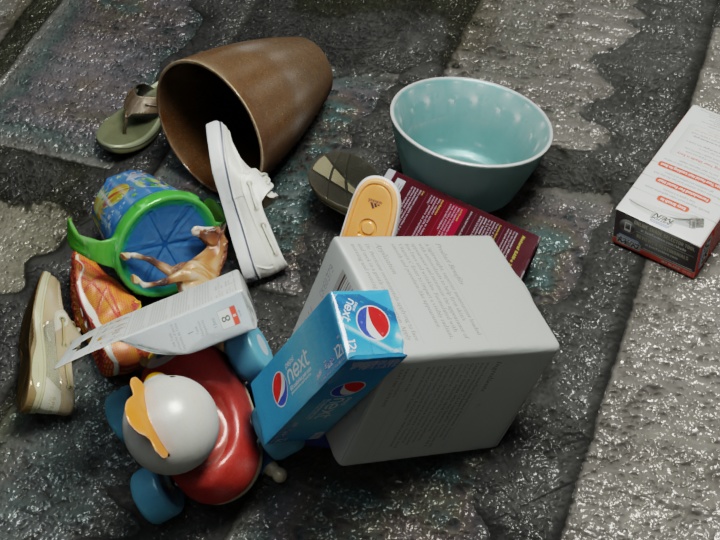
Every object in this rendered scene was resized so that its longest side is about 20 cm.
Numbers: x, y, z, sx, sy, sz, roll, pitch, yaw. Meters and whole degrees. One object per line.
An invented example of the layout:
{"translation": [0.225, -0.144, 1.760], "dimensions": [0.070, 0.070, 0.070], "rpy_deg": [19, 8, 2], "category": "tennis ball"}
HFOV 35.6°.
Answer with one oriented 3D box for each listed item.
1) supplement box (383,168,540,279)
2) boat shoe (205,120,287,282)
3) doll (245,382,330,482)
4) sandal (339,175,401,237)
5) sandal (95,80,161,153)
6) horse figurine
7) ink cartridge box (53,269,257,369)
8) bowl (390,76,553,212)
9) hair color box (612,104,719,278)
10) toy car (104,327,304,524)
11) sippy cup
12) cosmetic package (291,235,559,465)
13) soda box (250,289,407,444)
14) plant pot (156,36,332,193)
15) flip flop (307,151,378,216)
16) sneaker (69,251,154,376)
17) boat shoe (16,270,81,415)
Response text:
{"translation": [0.096, -0.026, 1.305], "dimensions": [0.198, 0.061, 0.109], "rpy_deg": [26, 60, 11], "category": "supplement box"}
{"translation": [-0.136, -0.090, 1.372], "dimensions": [0.069, 0.071, 0.202], "rpy_deg": [-16, 85, -3], "category": "boat shoe"}
{"translation": [-0.081, 0.165, 1.219], "dimensions": [0.198, 0.049, 0.138], "rpy_deg": [-3, 62, 8], "category": "doll"}
{"translation": [-0.008, -0.003, 1.250], "dimensions": [0.078, 0.209, 0.059], "rpy_deg": [16, 20, 15], "category": "sandal"}
{"translation": [-0.298, -0.239, 1.571], "dimensions": [0.079, 0.058, 0.201], "rpy_deg": [27, 61, 27], "category": "sandal"}
{"translation": [-0.201, 0.043, 1.306], "dimensions": [0.131, 0.050, 0.202], "rpy_deg": [-2, 67, -35], "category": "horse figurine"}
{"translation": [-0.205, 0.065, 1.156], "dimensions": [0.198, 0.051, 0.162], "rpy_deg": [-25, 9, -4], "category": "ink cartridge box"}
{"translation": [0.128, -0.141, 1.373], "dimensions": [0.198, 0.106, 0.202], "rpy_deg": [5, 38, -4], "category": "bowl"}
{"translation": [0.398, -0.098, 1.340], "dimensions": [0.110, 0.064, 0.200], "rpy_deg": [28, 60, 26], "category": "hair color box"}
{"translation": [-0.185, 0.140, 1.121], "dimensions": [0.183, 0.200, 0.178], "rpy_deg": [-27, 68, 7], "category": "toy car"}
{"translation": [-0.265, -0.057, 1.383], "dimensions": [0.140, 0.177, 0.130], "rpy_deg": [-54, 46, 3], "category": "sippy cup"}
{"translation": [0.060, 0.077, 1.147], "dimensions": [0.198, 0.166, 0.166], "rpy_deg": [0, 45, -29], "category": "cosmetic package"}
{"translation": [-0.034, 0.093, 1.047], "dimensions": [0.064, 0.200, 0.068], "rpy_deg": [-1, 62, -30], "category": "soda box"}
{"translation": [-0.132, -0.227, 1.473], "dimensions": [0.186, 0.188, 0.200], "rpy_deg": [28, 47, 28], "category": "plant pot"}
{"translation": [0.018, -0.077, 1.397], "dimensions": [0.199, 0.058, 0.081], "rpy_deg": [30, 62, 11], "category": "flip flop"}
{"translation": [-0.302, 0.049, 1.350], "dimensions": [0.076, 0.073, 0.201], "rpy_deg": [-11, 51, -29], "category": "sneaker"}
{"translation": [-0.365, 0.087, 1.326], "dimensions": [0.064, 0.072, 0.201], "rpy_deg": [14, 40, -25], "category": "boat shoe"}
